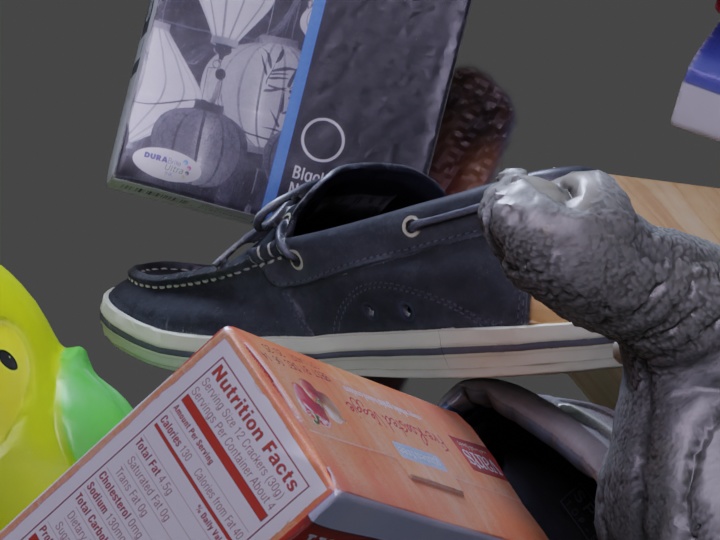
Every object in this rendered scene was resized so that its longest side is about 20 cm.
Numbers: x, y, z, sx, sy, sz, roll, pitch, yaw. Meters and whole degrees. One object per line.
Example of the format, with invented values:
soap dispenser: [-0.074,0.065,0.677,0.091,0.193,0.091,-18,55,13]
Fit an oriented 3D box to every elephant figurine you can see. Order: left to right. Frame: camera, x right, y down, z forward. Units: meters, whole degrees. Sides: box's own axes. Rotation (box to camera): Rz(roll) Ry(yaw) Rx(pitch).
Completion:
elephant figurine: [0.110,0.071,0.679,0.199,0.142,0.155,-2,50,-37]

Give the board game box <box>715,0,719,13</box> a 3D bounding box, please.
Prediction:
board game box: [0.102,-0.123,0.874,0.039,0.200,0.158,-51,51,20]

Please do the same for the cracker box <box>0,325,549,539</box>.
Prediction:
cracker box: [-0.059,0.108,0.716,0.200,0.134,0.058,-41,63,13]

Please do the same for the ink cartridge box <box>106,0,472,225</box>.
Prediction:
ink cartridge box: [-0.010,-0.111,0.877,0.099,0.039,0.201,14,85,-7]

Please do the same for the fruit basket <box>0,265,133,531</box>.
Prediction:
fruit basket: [-0.170,0.020,0.813,0.215,0.156,0.216,-10,54,14]

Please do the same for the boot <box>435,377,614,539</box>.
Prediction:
boot: [0.087,0.113,0.767,0.074,0.096,0.200,-46,62,11]

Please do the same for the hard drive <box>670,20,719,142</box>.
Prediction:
hard drive: [0.207,-0.042,0.858,0.199,0.025,0.132,21,28,11]

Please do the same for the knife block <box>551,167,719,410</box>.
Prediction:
knife block: [0.132,0.068,0.818,0.199,0.064,0.176,8,62,4]

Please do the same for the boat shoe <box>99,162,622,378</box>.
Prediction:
boat shoe: [0.000,0.000,0.809,0.074,0.200,0.063,-5,92,-45]
